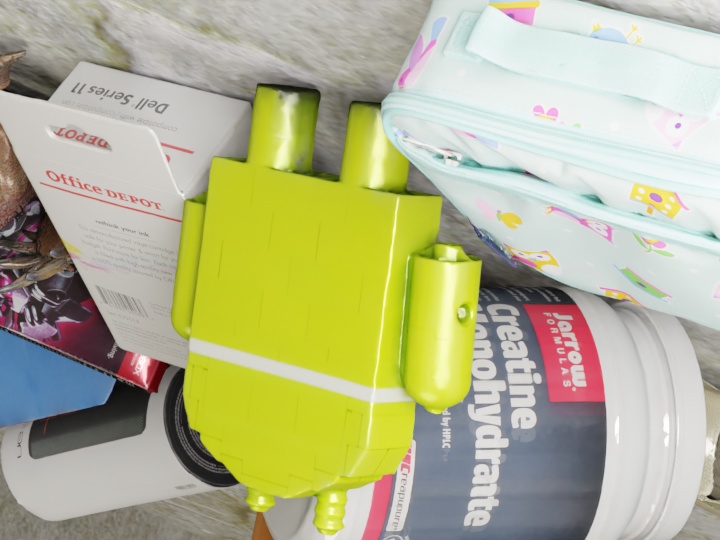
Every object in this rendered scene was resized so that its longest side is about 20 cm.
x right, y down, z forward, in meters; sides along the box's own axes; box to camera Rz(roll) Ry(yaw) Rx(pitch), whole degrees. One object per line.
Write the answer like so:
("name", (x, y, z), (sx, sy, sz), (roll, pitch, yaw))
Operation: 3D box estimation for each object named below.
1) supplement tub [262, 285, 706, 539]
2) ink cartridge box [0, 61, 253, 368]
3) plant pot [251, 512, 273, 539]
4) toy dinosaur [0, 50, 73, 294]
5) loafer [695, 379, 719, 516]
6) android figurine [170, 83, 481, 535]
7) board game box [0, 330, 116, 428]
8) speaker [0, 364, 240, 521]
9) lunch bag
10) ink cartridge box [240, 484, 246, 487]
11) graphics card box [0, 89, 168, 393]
("supplement tub", (0.056, 0.077, 1.364), (0.200, 0.141, 0.140), (0, 177, -19))
("ink cartridge box", (-0.097, -0.034, 1.391), (0.117, 0.067, 0.200), (16, 146, 32))
("plant pot", (0.030, 0.147, 1.520), (0.140, 0.201, 0.200), (14, 171, -13))
("toy dinosaur", (-0.216, -0.039, 1.469), (0.200, 0.136, 0.086), (-15, -172, 4))
("loafer", (0.168, 0.084, 1.500), (0.200, 0.076, 0.068), (21, 169, -30))
("android figurine", (-0.022, 0.018, 1.251), (0.182, 0.201, 0.041), (11, -171, 42))
("board game box", (-0.197, 0.010, 1.672), (0.200, 0.158, 0.039), (-15, 177, 43))
("speaker", (-0.138, 0.103, 1.663), (0.081, 0.081, 0.200), (29, 155, -28))
("lunch bag", (0.109, -0.038, 1.017), (0.200, 0.077, 0.160), (15, 167, 35))
("ink cartridge box", (-0.012, 0.092, 1.746), (0.200, 0.125, 0.129), (21, 169, 9))
("graphics card box", (-0.182, -0.026, 1.533), (0.200, 0.126, 0.051), (24, 176, 1))
